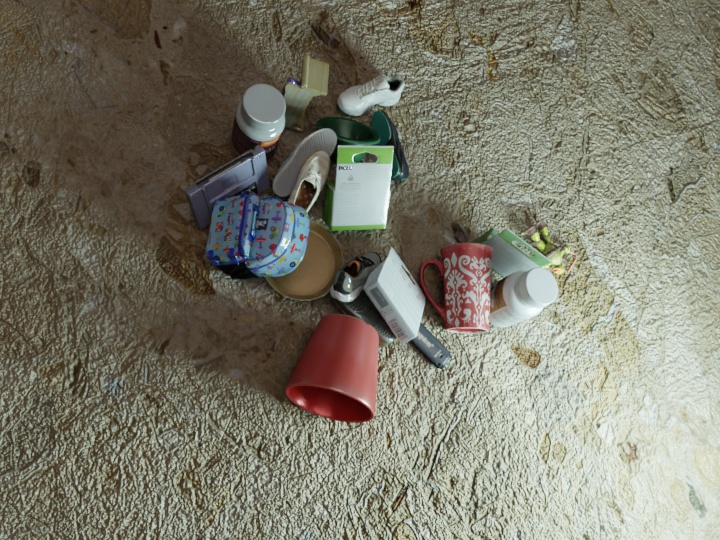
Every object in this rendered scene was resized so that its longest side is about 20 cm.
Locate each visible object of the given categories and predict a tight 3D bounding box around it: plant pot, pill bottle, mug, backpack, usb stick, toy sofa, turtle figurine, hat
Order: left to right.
[{"bbox_3d":[-0.234,-0.330,1.349,0.111,0.200,0.117,5,72,-16],"label":"pill bottle"},{"bbox_3d":[-0.215,-0.078,1.273,0.196,0.134,0.187,-1,69,28],"label":"backpack"},{"bbox_3d":[-0.152,-0.421,1.406,0.095,0.200,0.085,11,71,-20],"label":"toy sofa"},{"bbox_3d":[-0.138,-0.023,1.377,0.195,0.028,0.205,4,69,-11],"label":"plant pot"},{"bbox_3d":[-0.045,0.207,1.273,0.197,0.201,0.180,23,58,-11],"label":"plant pot"},{"bbox_3d":[-0.041,-0.270,1.496,0.162,0.179,0.201,-2,33,-25],"label":"hat"},{"bbox_3d":[0.139,0.154,1.426,0.200,0.033,0.056,45,65,-2],"label":"usb stick"},{"bbox_3d":[0.246,0.050,1.464,0.132,0.175,0.205,18,69,-52],"label":"mug"},{"bbox_3d":[0.389,0.064,1.446,0.112,0.200,0.117,5,72,-17],"label":"pill bottle"},{"bbox_3d":[0.502,-0.048,1.592,0.198,0.064,0.163,-30,85,-24],"label":"turtle figurine"}]

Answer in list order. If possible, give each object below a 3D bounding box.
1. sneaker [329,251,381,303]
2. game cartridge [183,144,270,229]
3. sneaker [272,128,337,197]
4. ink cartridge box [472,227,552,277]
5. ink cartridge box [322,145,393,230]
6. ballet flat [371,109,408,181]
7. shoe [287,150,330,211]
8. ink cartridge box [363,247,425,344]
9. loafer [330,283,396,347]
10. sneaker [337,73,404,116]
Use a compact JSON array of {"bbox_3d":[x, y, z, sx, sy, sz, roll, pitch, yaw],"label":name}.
[{"bbox_3d":[0.000,0.000,1.366,0.073,0.081,0.200,23,33,17],"label":"sneaker"},{"bbox_3d":[-0.293,-0.184,1.323,0.199,0.131,0.038,-36,62,-21],"label":"game cartridge"},{"bbox_3d":[-0.140,-0.263,1.399,0.199,0.082,0.074,-42,112,1],"label":"sneaker"},{"bbox_3d":[0.377,-0.049,1.476,0.144,0.200,0.048,35,66,-6],"label":"ink cartridge box"},{"bbox_3d":[-0.005,-0.204,1.397,0.144,0.076,0.204,-4,116,-20],"label":"ink cartridge box"},{"bbox_3d":[0.082,-0.322,1.535,0.071,0.073,0.204,-9,71,-21],"label":"ballet flat"},{"bbox_3d":[-0.122,-0.180,1.353,0.069,0.053,0.203,27,94,-31],"label":"shoe"},{"bbox_3d":[0.085,0.053,1.380,0.161,0.047,0.201,54,24,-13],"label":"ink cartridge box"},{"bbox_3d":[-0.001,0.107,1.371,0.075,0.070,0.200,-29,67,-41],"label":"loafer"},{"bbox_3d":[0.030,-0.472,1.537,0.197,0.099,0.079,-25,83,-23],"label":"sneaker"}]
